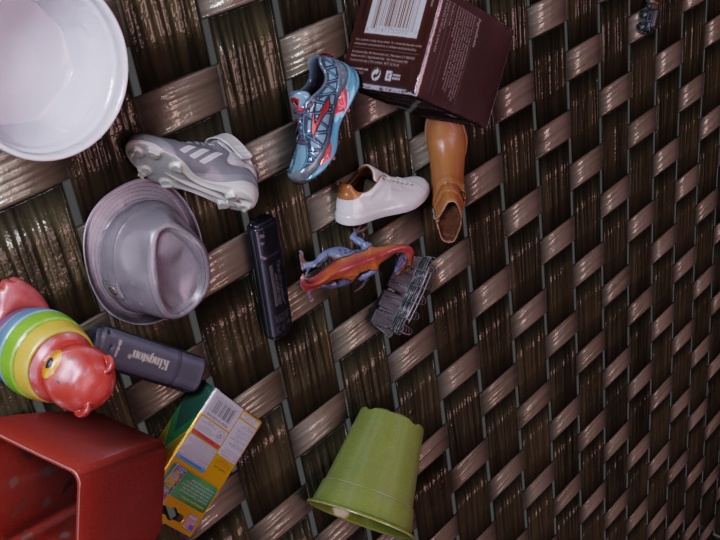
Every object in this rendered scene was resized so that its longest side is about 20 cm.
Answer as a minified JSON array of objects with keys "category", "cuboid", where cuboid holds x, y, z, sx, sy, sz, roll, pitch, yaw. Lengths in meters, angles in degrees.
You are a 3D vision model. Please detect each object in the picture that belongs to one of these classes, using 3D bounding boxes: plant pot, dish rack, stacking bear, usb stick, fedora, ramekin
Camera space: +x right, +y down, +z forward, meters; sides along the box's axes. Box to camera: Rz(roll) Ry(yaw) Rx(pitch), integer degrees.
[{"category":"plant pot","cuboid":[0.029,0.350,1.612,0.200,0.199,0.191,41,62,-47]},{"category":"dish rack","cuboid":[0.079,0.041,1.540,0.054,0.200,0.155,24,86,-14]},{"category":"plant pot","cuboid":[-0.356,0.285,1.151,0.176,0.198,0.202,-16,116,-56]},{"category":"stacking bear","cuboid":[-0.358,0.103,1.058,0.122,0.199,0.114,-58,137,-15]},{"category":"usb stick","cuboid":[-0.138,0.011,1.397,0.055,0.032,0.202,-35,128,-43]},{"category":"usb stick","cuboid":[-0.293,0.123,1.255,0.199,0.032,0.056,28,84,-49]},{"category":"fedora","cuboid":[-0.263,-0.013,1.202,0.176,0.090,0.202,-32,126,-37]},{"category":"ramekin","cuboid":[-0.366,-0.227,0.997,0.199,0.105,0.202,-21,119,-43]}]

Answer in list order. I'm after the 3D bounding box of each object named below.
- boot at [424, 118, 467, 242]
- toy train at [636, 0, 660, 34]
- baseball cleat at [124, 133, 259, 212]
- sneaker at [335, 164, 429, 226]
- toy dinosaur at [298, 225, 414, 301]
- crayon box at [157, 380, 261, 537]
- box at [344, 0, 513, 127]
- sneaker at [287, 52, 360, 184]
[{"category":"boot","cuboid":[0.150,-0.162,1.561,0.155,0.073,0.201,-82,162,-52]},{"category":"toy train","cuboid":[0.656,-0.624,2.020,0.034,0.046,0.202,0,105,-47]},{"category":"baseball cleat","cuboid":[-0.223,-0.150,1.226,0.199,0.069,0.107,28,50,-37]},{"category":"sneaker","cuboid":[0.043,-0.138,1.506,0.199,0.072,0.085,-23,123,-39]},{"category":"toy dinosaur","cuboid":[0.000,0.000,1.451,0.180,0.200,0.106,-11,112,2]},{"category":"crayon box","cuboid":[-0.248,0.279,1.361,0.201,0.051,0.126,-58,138,-15]},{"category":"box","cuboid":[0.105,-0.335,1.430,0.199,0.165,0.166,11,95,-48]},{"category":"sneaker","cuboid":[-0.078,-0.227,1.353,0.095,0.079,0.202,28,75,-39]}]
